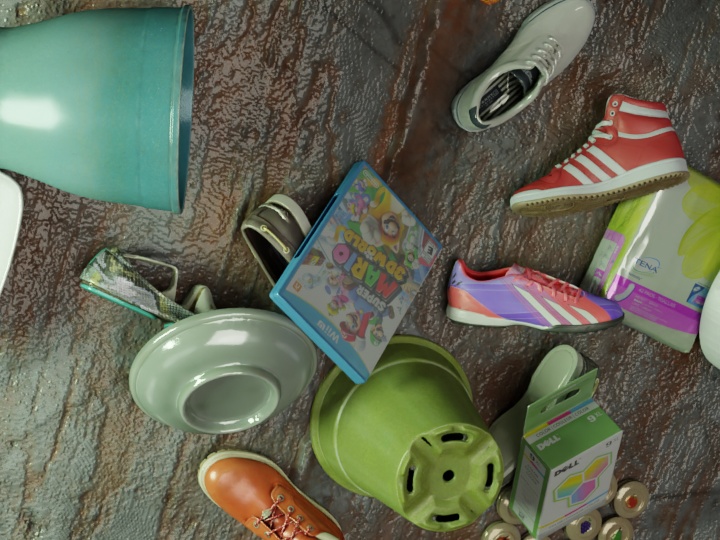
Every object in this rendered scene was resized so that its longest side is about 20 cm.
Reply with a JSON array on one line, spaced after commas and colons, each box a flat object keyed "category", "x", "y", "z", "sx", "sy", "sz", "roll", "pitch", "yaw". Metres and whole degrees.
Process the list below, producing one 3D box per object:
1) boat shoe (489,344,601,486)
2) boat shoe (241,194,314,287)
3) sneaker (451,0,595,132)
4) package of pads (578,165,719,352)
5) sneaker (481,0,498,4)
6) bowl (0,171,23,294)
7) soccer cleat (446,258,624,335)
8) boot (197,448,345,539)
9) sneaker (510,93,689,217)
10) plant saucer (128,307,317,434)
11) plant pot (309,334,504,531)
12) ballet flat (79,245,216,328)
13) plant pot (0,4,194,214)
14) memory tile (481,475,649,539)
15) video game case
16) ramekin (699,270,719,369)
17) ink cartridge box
[{"category": "boat shoe", "x": 0.207, "y": 0.181, "z": 1.584, "sx": 0.060, "sy": 0.072, "sz": 0.202, "roll": 28, "pitch": 102, "yaw": -36}, {"category": "boat shoe", "x": -0.062, "y": 0.018, "z": 1.445, "sx": 0.060, "sy": 0.072, "sz": 0.200, "roll": -39, "pitch": 111, "yaw": -35}, {"category": "sneaker", "x": 0.189, "y": -0.222, "z": 1.473, "sx": 0.200, "sy": 0.071, "sz": 0.073, "roll": -46, "pitch": 113, "yaw": -2}, {"category": "package of pads", "x": 0.359, "y": -0.023, "z": 1.583, "sx": 0.154, "sy": 0.068, "sz": 0.200, "roll": 24, "pitch": 95, "yaw": -24}, {"category": "sneaker", "x": 0.187, "y": -0.370, "z": 1.436, "sx": 0.077, "sy": 0.073, "sz": 0.200, "roll": 24, "pitch": 98, "yaw": -32}, {"category": "bowl", "x": -0.444, "y": -0.031, "z": 1.312, "sx": 0.200, "sy": 0.075, "sz": 0.200, "roll": 16, "pitch": 99, "yaw": -22}, {"category": "soccer cleat", "x": 0.197, "y": 0.029, "z": 1.516, "sx": 0.200, "sy": 0.068, "sz": 0.073, "roll": 4, "pitch": 102, "yaw": 9}, {"category": "boot", "x": -0.089, "y": 0.271, "z": 1.492, "sx": 0.200, "sy": 0.107, "sz": 0.075, "roll": 36, "pitch": 93, "yaw": -21}, {"category": "sneaker", "x": 0.260, "y": -0.131, "z": 1.522, "sx": 0.200, "sy": 0.071, "sz": 0.113, "roll": -13, "pitch": 76, "yaw": 10}, {"category": "plant saucer", "x": -0.140, "y": 0.121, "z": 1.413, "sx": 0.200, "sy": 0.050, "sz": 0.200, "roll": -9, "pitch": 139, "yaw": -8}, {"category": "plant pot", "x": 0.065, "y": 0.191, "z": 1.476, "sx": 0.200, "sy": 0.190, "sz": 0.200, "roll": -4, "pitch": 104, "yaw": -17}, {"category": "ballet flat", "x": -0.196, "y": 0.035, "z": 1.417, "sx": 0.200, "sy": 0.072, "sz": 0.072, "roll": 33, "pitch": 92, "yaw": -24}, {"category": "plant pot", "x": -0.259, "y": -0.158, "z": 1.284, "sx": 0.188, "sy": 0.200, "sz": 0.200, "roll": 3, "pitch": 103, "yaw": -5}, {"category": "memory tile", "x": 0.255, "y": 0.307, "z": 1.663, "sx": 0.200, "sy": 0.017, "sz": 0.153, "roll": 20, "pitch": 97, "yaw": -21}, {"category": "video game case", "x": 0.000, "y": 0.000, "z": 1.443, "sx": 0.143, "sy": 0.018, "sz": 0.200, "roll": 47, "pitch": 55, "yaw": -23}, {"category": "ramekin", "x": 0.491, "y": 0.049, "z": 1.595, "sx": 0.200, "sy": 0.098, "sz": 0.201, "roll": -24, "pitch": 129, "yaw": -34}, {"category": "ink cartridge box", "x": 0.235, "y": 0.213, "z": 1.533, "sx": 0.104, "sy": 0.059, "sz": 0.200, "roll": -24, "pitch": 141, "yaw": -22}]
